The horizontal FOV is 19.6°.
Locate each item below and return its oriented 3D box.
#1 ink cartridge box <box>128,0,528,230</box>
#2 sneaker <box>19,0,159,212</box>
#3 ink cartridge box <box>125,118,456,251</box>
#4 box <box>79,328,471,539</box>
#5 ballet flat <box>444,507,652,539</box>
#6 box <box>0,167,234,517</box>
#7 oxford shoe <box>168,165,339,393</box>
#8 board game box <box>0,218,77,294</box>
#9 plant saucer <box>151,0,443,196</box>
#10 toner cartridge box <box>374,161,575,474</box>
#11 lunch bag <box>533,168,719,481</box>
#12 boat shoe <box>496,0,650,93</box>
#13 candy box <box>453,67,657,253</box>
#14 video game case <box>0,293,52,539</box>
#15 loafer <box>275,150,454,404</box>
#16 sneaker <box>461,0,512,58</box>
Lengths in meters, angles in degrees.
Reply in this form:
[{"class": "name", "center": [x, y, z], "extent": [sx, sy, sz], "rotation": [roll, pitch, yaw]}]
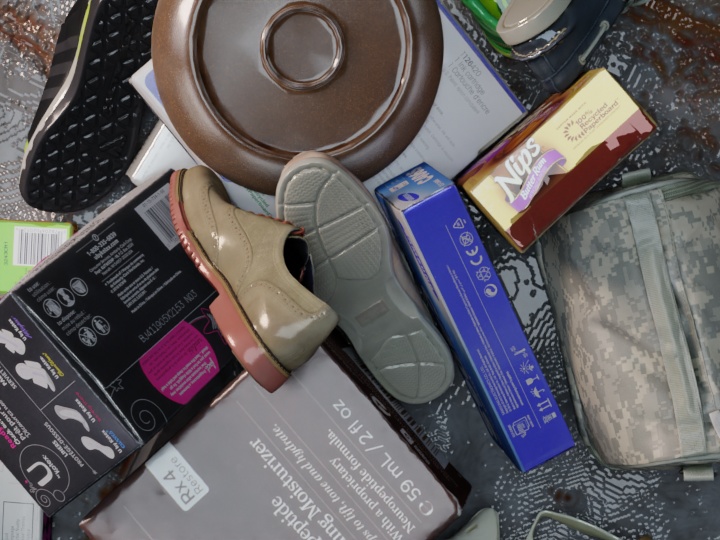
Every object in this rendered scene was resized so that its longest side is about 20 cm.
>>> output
[{"class": "ink cartridge box", "center": [-0.022, -0.119, 1.432], "extent": [0.200, 0.047, 0.198], "rotation": [-40, 99, -5]}, {"class": "sneaker", "center": [-0.186, -0.136, 1.474], "extent": [0.071, 0.083, 0.201], "rotation": [18, 112, -26]}, {"class": "ink cartridge box", "center": [-0.041, -0.083, 1.479], "extent": [0.199, 0.050, 0.163], "rotation": [32, 91, -14]}, {"class": "box", "center": [-0.050, 0.158, 1.406], "extent": [0.200, 0.164, 0.166], "rotation": [-42, 87, 3]}, {"class": "ballet flat", "center": [0.115, 0.202, 1.448], "extent": [0.198, 0.068, 0.073], "rotation": [2, 70, 4]}, {"class": "box", "center": [-0.167, 0.044, 1.382], "extent": [0.132, 0.200, 0.115], "rotation": [49, 127, -3]}, {"class": "oxford shoe", "center": [-0.066, -0.008, 1.340], "extent": [0.075, 0.070, 0.201], "rotation": [-36, 48, 7]}, {"class": "board game box", "center": [-0.304, 0.009, 1.496], "extent": [0.198, 0.030, 0.096], "rotation": [3, 92, 2]}, {"class": "plant saucer", "center": [-0.040, -0.148, 1.391], "extent": [0.198, 0.032, 0.202], "rotation": [-1, 95, -7]}, {"class": "toner cartridge box", "center": [0.076, 0.031, 1.403], "extent": [0.043, 0.095, 0.201], "rotation": [-27, 104, -5]}, {"class": "lunch bag", "center": [0.198, 0.036, 1.385], "extent": [0.138, 0.168, 0.202], "rotation": [-13, 89, 5]}, {"class": "boat shoe", "center": [0.159, -0.192, 1.404], "extent": [0.075, 0.200, 0.062], "rotation": [-19, 114, 38]}, {"class": "candy box", "center": [0.125, -0.075, 1.375], "extent": [0.117, 0.200, 0.057], "rotation": [-42, 95, 3]}, {"class": "video game case", "center": [-0.306, 0.112, 1.477], "extent": [0.180, 0.036, 0.202], "rotation": [4, 99, 4]}, {"class": "loafer", "center": [0.000, 0.000, 1.405], "extent": [0.071, 0.063, 0.201], "rotation": [-25, 116, 11]}, {"class": "sneaker", "center": [0.076, -0.242, 1.440], "extent": [0.074, 0.084, 0.201], "rotation": [-33, 86, 4]}]
